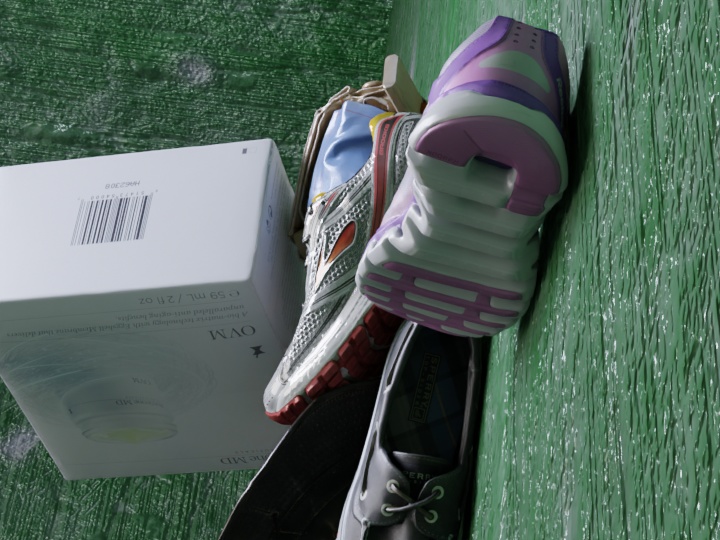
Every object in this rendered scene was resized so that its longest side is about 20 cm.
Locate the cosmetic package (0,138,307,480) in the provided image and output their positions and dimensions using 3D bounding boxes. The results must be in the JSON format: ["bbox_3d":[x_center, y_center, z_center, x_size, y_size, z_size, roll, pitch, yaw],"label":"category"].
[{"bbox_3d":[-0.130,0.033,1.331,0.200,0.198,0.123,67,-157,-48],"label":"cosmetic package"}]

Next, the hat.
[{"bbox_3d":[0.002,0.163,1.165,0.081,0.200,0.201,39,134,37],"label":"hat"}]

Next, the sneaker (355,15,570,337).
[{"bbox_3d":[0.053,-0.042,0.912,0.200,0.080,0.089,110,175,-59],"label":"sneaker"}]

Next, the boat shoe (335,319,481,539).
[{"bbox_3d":[0.027,0.111,1.091,0.057,0.068,0.201,106,173,-73],"label":"boat shoe"}]

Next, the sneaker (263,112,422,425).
[{"bbox_3d":[0.000,0.000,1.166,0.201,0.082,0.078,-60,-27,-2],"label":"sneaker"}]

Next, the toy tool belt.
[{"bbox_3d":[0.013,-0.022,1.242,0.123,0.124,0.201,69,-154,-76],"label":"toy tool belt"}]
